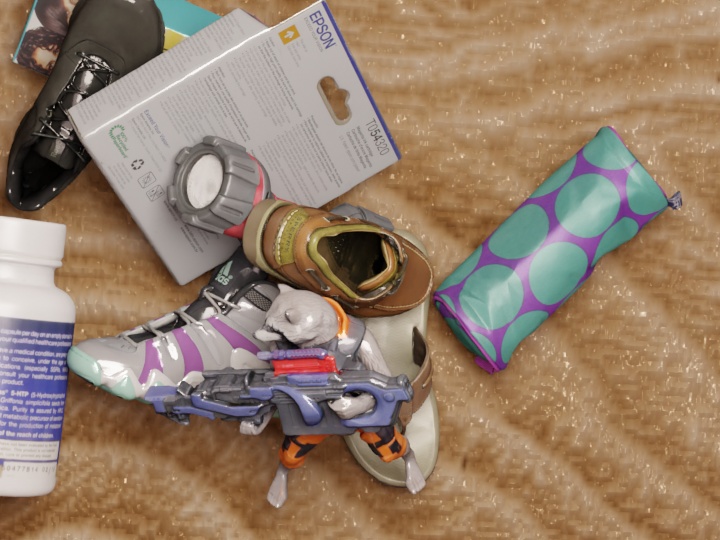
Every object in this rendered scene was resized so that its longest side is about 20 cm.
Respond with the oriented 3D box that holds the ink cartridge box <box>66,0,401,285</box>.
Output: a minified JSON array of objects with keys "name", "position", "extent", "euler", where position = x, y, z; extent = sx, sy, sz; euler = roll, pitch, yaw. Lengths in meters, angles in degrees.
[{"name":"ink cartridge box","position":[-0.089,-0.100,1.650],"extent":[0.200,0.197,0.043],"euler":[-31,52,-2]}]

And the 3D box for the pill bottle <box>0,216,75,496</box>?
[{"name":"pill bottle","position":[-0.273,0.060,1.658],"extent":[0.119,0.120,0.201],"euler":[7,90,-8]}]

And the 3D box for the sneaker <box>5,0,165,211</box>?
[{"name":"sneaker","position":[-0.203,-0.121,1.639],"extent":[0.076,0.091,0.200],"euler":[25,123,-8]}]

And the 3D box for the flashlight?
[{"name":"flashlight","position":[-0.052,-0.043,1.655],"extent":[0.200,0.068,0.068],"euler":[18,82,-47]}]

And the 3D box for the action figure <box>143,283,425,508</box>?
[{"name":"action figure","position":[-0.048,0.088,1.636],"extent":[0.199,0.105,0.194],"euler":[3,134,13]}]

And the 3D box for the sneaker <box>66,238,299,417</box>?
[{"name":"sneaker","position":[-0.118,0.029,1.677],"extent":[0.199,0.078,0.140],"euler":[8,101,-35]}]

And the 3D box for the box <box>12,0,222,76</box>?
[{"name":"box","position":[-0.153,-0.162,1.690],"extent":[0.199,0.049,0.082],"euler":[22,123,-8]}]

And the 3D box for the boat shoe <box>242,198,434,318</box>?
[{"name":"boat shoe","position":[0.000,0.000,1.631],"extent":[0.200,0.068,0.072],"euler":[13,90,-52]}]

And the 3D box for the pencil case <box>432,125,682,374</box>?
[{"name":"pencil case","position":[0.149,-0.015,1.738],"extent":[0.200,0.092,0.085],"euler":[-43,54,-5]}]

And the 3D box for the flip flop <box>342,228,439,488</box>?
[{"name":"flip flop","position":[0.026,0.068,1.734],"extent":[0.081,0.058,0.201],"euler":[2,90,-9]}]
